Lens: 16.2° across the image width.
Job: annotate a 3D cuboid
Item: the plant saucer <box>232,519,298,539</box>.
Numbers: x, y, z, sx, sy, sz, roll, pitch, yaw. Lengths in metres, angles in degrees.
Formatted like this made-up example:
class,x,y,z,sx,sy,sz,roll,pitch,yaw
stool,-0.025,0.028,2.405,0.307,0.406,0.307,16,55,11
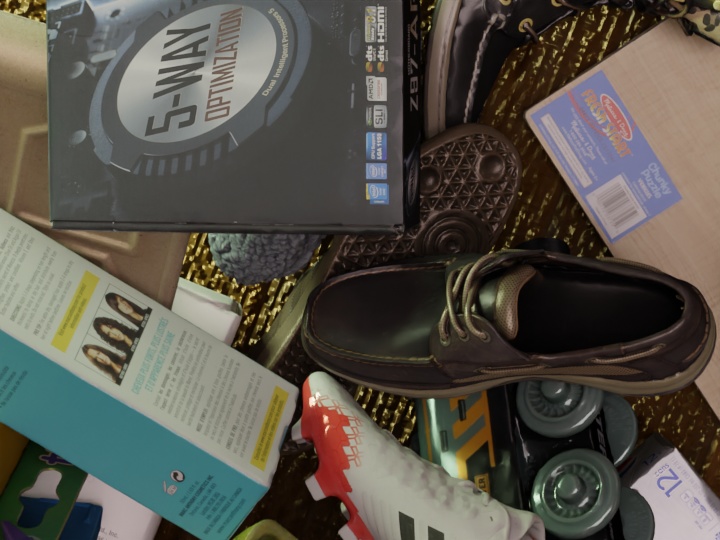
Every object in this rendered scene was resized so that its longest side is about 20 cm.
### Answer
class,x,y,z,sx,sy,sz,roll,pitch,yaw
plant saucer,-0.056,0.238,1.198,0.200,0.048,0.200,44,74,-39

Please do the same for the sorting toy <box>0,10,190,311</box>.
class,x,y,z,sx,sy,sz,roll,pitch,yaw
sorting toy,-0.172,-0.032,1.198,0.185,0.036,0.200,17,122,0

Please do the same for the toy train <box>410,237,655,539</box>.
class,x,y,z,sx,sy,sz,roll,pitch,yaw
toy train,0.078,0.080,1.273,0.114,0.085,0.200,-15,63,17

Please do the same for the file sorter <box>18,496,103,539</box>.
class,x,y,z,sx,sy,sz,roll,pitch,yaw
file sorter,-0.233,0.174,1.187,0.200,0.139,0.123,7,100,-1

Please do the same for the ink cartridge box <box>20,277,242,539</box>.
class,x,y,z,sx,sy,sz,roll,pitch,yaw
ink cartridge box,-0.162,0.082,1.291,0.145,0.084,0.200,22,93,-3

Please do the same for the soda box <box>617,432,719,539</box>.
class,x,y,z,sx,sy,sz,roll,pitch,yaw
soda box,0.198,0.182,1.324,0.068,0.063,0.200,-41,95,1

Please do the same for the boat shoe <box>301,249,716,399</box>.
class,x,y,z,sx,sy,sz,roll,pitch,yaw
boat shoe,0.069,0.016,1.205,0.200,0.073,0.075,-1,68,7

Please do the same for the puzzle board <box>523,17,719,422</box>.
class,x,y,z,sx,sy,sz,roll,pitch,yaw
puzzle board,0.201,-0.041,1.333,0.151,0.017,0.200,-33,94,1

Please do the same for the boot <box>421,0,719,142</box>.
class,x,y,z,sx,sy,sz,roll,pitch,yaw
boot,0.119,-0.142,1.289,0.151,0.073,0.200,15,86,5

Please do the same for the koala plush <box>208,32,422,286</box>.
class,x,y,z,sx,sy,sz,roll,pitch,yaw
koala plush,-0.046,-0.135,1.204,0.177,0.200,0.184,36,63,16

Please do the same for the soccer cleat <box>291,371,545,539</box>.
class,x,y,z,sx,sy,sz,roll,pitch,yaw
soccer cleat,0.039,0.123,1.198,0.085,0.069,0.200,-34,65,6

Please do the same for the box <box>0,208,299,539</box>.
class,x,y,z,sx,sy,sz,roll,pitch,yaw
box,-0.130,0.042,1.164,0.200,0.082,0.049,32,122,-9

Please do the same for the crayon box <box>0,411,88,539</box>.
class,x,y,z,sx,sy,sz,roll,pitch,yaw
crayon box,-0.229,0.074,1.174,0.200,0.126,0.052,8,116,4

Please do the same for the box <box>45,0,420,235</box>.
class,x,y,z,sx,sy,sz,roll,pitch,yaw
box,-0.055,-0.117,1.099,0.160,0.044,0.200,2,97,11

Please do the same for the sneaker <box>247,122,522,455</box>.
class,x,y,z,sx,sy,sz,roll,pitch,yaw
sneaker,0.000,0.000,1.291,0.070,0.076,0.200,38,95,-20
